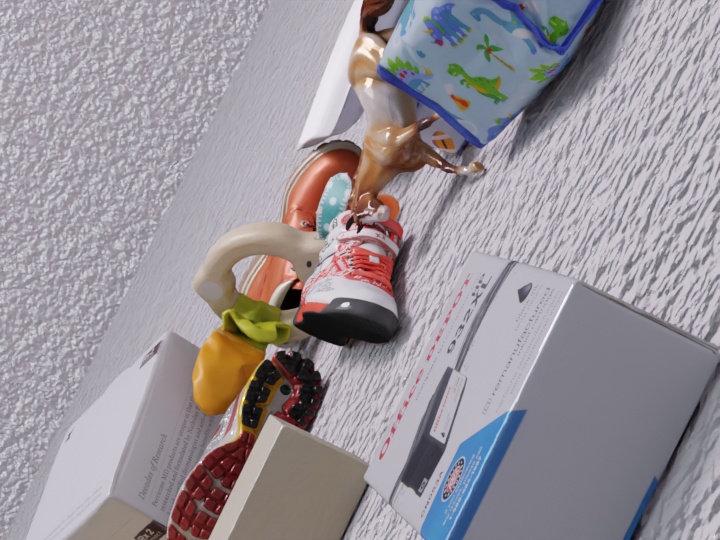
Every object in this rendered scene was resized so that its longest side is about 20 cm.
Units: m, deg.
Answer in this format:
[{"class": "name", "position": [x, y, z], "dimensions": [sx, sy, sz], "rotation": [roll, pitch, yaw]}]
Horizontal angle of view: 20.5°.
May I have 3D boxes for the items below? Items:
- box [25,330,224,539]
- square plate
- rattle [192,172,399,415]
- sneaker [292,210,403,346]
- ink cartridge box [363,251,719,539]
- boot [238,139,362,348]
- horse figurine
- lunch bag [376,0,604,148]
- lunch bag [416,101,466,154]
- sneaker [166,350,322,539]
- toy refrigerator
[{"class": "box", "position": [-0.192, 0.198, 1.788], "dimensions": [0.199, 0.131, 0.200], "rotation": [-42, 23, 42]}, {"class": "square plate", "position": [0.002, -0.203, 1.821], "dimensions": [0.200, 0.028, 0.198], "rotation": [175, 117, -79]}, {"class": "rattle", "position": [-0.062, 0.018, 1.717], "dimensions": [0.200, 0.130, 0.143], "rotation": [-25, 13, 31]}, {"class": "sneaker", "position": [-0.001, 0.000, 1.596], "dimensions": [0.201, 0.067, 0.108], "rotation": [160, 133, -77]}, {"class": "ink cartridge box", "position": [0.083, 0.076, 1.007], "dimensions": [0.145, 0.084, 0.200], "rotation": [-64, 11, 0]}, {"class": "boot", "position": [-0.043, -0.022, 1.851], "dimensions": [0.200, 0.075, 0.107], "rotation": [-64, 20, 13]}, {"class": "horse figurine", "position": [0.030, -0.138, 1.553], "dimensions": [0.132, 0.050, 0.200], "rotation": [-13, 86, 49]}, {"class": "lunch bag", "position": [0.119, -0.218, 1.433], "dimensions": [0.200, 0.127, 0.170], "rotation": [-54, 3, -26]}, {"class": "lunch bag", "position": [0.073, -0.183, 1.662], "dimensions": [0.160, 0.075, 0.200], "rotation": [-63, 10, 17]}, {"class": "sneaker", "position": [-0.097, 0.165, 1.673], "dimensions": [0.200, 0.078, 0.082], "rotation": [-58, 5, -20]}, {"class": "toy refrigerator", "position": [-0.072, 0.211, 1.427], "dimensions": [0.200, 0.076, 0.070], "rotation": [-65, 11, -2]}]
